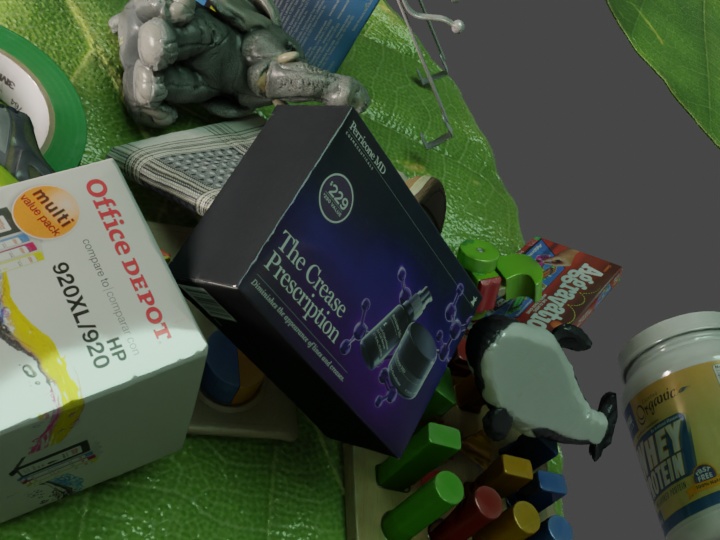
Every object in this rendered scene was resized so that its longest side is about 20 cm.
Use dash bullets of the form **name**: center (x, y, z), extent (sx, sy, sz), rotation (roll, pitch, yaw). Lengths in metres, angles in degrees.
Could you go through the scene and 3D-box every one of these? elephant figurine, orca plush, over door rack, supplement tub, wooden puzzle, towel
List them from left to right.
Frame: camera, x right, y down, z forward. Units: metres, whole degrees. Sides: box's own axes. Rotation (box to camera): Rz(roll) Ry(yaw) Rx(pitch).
- **wooden puzzle**: center (-0.137, 0.034, 0.726), extent (0.197, 0.046, 0.188), rotation (11, 51, -27)
- **elephant figurine**: center (-0.114, -0.192, 0.864), extent (0.197, 0.141, 0.158), rotation (-1, 72, -27)
- **towel**: center (-0.083, -0.089, 0.802), extent (0.198, 0.035, 0.191), rotation (-17, 32, -42)
- **over door rack**: center (0.077, -0.256, 0.986), extent (0.065, 0.202, 0.149), rotation (-8, 39, 9)
- **orca plush**: center (0.138, 0.079, 0.749), extent (0.198, 0.106, 0.071), rotation (19, 16, -38)
- **supplement tub**: center (0.328, 0.156, 0.876), extent (0.143, 0.145, 0.203), rotation (10, 51, -28)

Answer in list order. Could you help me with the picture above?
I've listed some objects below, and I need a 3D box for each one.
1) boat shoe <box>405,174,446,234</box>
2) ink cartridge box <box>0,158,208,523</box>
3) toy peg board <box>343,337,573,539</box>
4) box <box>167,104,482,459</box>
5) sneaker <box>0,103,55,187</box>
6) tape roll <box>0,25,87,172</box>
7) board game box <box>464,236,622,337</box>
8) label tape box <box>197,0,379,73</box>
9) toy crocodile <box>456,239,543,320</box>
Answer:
- **boat shoe**: center (0.000, 0.000, 0.761), extent (0.075, 0.072, 0.201), rotation (13, 58, 34)
- **ink cartridge box**: center (-0.213, 0.053, 0.560), extent (0.198, 0.145, 0.149), rotation (-20, 67, -28)
- **toy peg board**: center (0.094, 0.144, 0.760), extent (0.196, 0.098, 0.203), rotation (16, 49, -23)
- **box**: center (-0.014, 0.010, 0.632), extent (0.200, 0.078, 0.142), rotation (50, 58, -39)
- **sneaker**: center (-0.279, -0.095, 0.655), extent (0.201, 0.074, 0.081), rotation (50, 38, -1)
- **tape roll**: center (-0.313, -0.113, 0.720), extent (0.198, 0.048, 0.203), rotation (19, 48, -22)
- **board game box**: center (0.173, 0.028, 0.927), extent (0.102, 0.020, 0.199), rotation (23, 37, 27)
- **label tape box**: center (-0.088, -0.287, 0.942), extent (0.197, 0.144, 0.067), rotation (17, 49, -23)
- **toy crocodile**: center (0.071, 0.015, 0.845), extent (0.197, 0.069, 0.062), rotation (-3, 32, -22)
